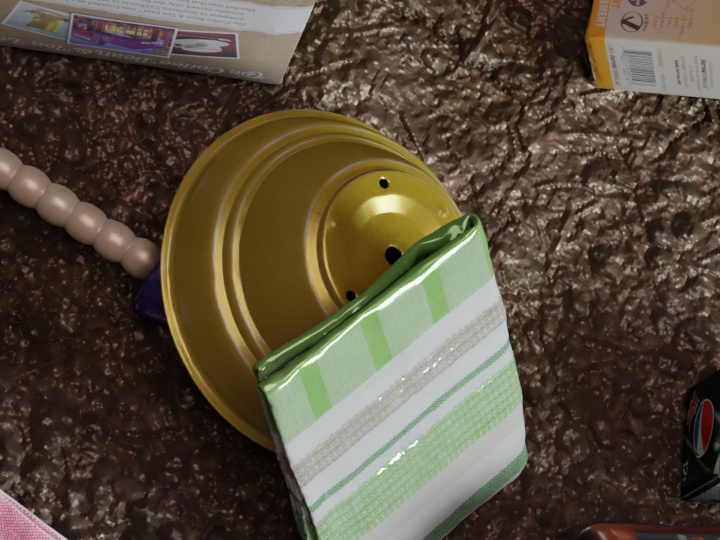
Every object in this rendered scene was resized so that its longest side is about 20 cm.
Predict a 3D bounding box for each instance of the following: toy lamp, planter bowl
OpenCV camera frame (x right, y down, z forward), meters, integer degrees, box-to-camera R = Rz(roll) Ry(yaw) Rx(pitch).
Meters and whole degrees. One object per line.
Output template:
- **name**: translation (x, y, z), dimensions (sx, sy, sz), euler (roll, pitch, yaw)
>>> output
- **toy lamp**: translation (-0.153, -0.030, 1.053), dimensions (0.199, 0.058, 0.058), euler (34, 70, -2)
- **planter bowl**: translation (0.000, 0.000, 1.033), dimensions (0.199, 0.083, 0.202), euler (7, 75, -29)

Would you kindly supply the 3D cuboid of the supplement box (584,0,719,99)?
- **supplement box**: translation (0.241, -0.169, 1.129), dimensions (0.199, 0.074, 0.127), euler (6, 71, 15)

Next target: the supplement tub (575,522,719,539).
- **supplement tub**: translation (0.214, 0.192, 1.041), dimensions (0.199, 0.107, 0.108), euler (3, 74, -11)

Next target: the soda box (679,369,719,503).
- **soda box**: translation (0.288, 0.108, 1.104), dimensions (0.199, 0.063, 0.071), euler (10, 72, -10)

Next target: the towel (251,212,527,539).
- **towel**: translation (0.019, 0.076, 0.998), dimensions (0.149, 0.201, 0.031), euler (-38, 49, -21)

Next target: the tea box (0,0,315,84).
- **tea box**: translation (-0.122, -0.227, 1.075), dimensions (0.199, 0.134, 0.198), euler (6, 74, -10)

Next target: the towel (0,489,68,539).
- **towel**: translation (-0.226, 0.206, 0.984), dimensions (0.146, 0.030, 0.200), euler (36, 71, 1)
